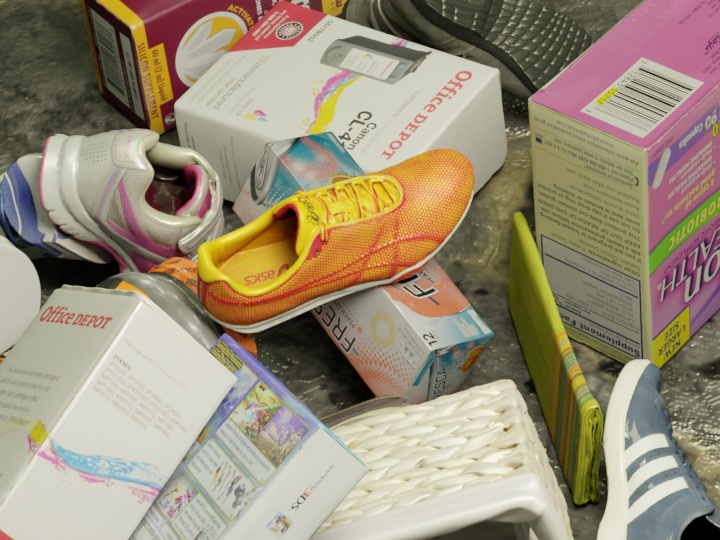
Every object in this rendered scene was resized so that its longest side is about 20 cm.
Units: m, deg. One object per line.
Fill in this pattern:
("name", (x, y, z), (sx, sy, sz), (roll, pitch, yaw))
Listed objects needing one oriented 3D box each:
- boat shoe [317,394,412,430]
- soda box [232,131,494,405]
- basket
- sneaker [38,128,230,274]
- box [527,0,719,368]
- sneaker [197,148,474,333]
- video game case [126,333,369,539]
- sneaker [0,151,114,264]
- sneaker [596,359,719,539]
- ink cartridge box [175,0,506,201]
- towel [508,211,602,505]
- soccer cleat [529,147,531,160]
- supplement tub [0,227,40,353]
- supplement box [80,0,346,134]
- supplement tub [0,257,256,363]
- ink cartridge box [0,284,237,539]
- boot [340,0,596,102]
("boat shoe", (-0.056, 0.125, 1.573), (0.200, 0.075, 0.073), (-24, 44, -19))
("soda box", (0.000, 0.000, 1.654), (0.063, 0.068, 0.200), (-13, 55, -43))
("basket", (0.029, 0.167, 1.447), (0.199, 0.136, 0.124), (-17, 34, 11))
("sneaker", (-0.128, -0.033, 1.673), (0.088, 0.200, 0.082), (-11, 61, 30))
("box", (0.206, -0.067, 1.650), (0.097, 0.200, 0.176), (27, 51, 32))
("sneaker", (-0.011, -0.025, 1.576), (0.200, 0.077, 0.073), (-29, 62, -14))
("video game case", (-0.096, 0.141, 1.408), (0.181, 0.045, 0.200), (-50, 23, -1))
("sneaker", (-0.219, -0.038, 1.743), (0.115, 0.081, 0.199), (-8, -1, 19))
("sneaker", (0.192, 0.142, 1.519), (0.084, 0.075, 0.201), (0, 52, 11))
("ink cartridge box", (-0.013, -0.105, 1.802), (0.199, 0.086, 0.148), (19, 48, 28))
("towel", (0.128, 0.055, 1.612), (0.018, 0.086, 0.200), (-6, 41, -9))
("soccer cleat", (0.214, -0.105, 1.793), (0.199, 0.081, 0.068), (-7, 70, -27))
("supplement tub", (-0.333, -0.001, 1.702), (0.200, 0.145, 0.145), (28, 53, 33))
("supplement box", (-0.110, -0.206, 1.920), (0.200, 0.111, 0.086), (-29, 47, -22))
("supplement tub", (-0.171, 0.083, 1.600), (0.122, 0.123, 0.200), (30, 53, 35))
("ink cartridge box", (-0.181, 0.114, 1.434), (0.200, 0.086, 0.147), (-54, 23, -15))
("boot", (0.091, -0.165, 1.858), (0.131, 0.200, 0.068), (-21, 39, 61))
